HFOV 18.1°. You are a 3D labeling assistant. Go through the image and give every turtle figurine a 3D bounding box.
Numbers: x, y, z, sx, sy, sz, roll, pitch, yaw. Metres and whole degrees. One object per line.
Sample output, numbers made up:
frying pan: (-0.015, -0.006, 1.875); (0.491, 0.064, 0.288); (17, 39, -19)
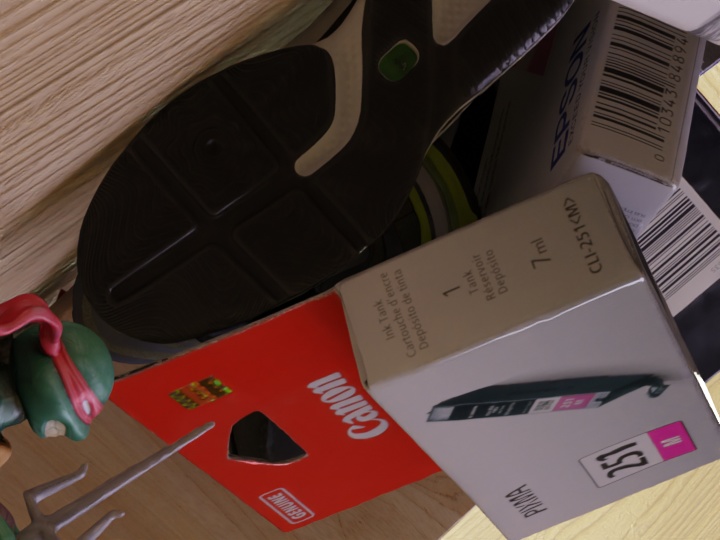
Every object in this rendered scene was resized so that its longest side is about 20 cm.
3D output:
turtle figurine: (-0.135, 0.069, 0.666); (0.199, 0.101, 0.150); (-24, 165, 1)

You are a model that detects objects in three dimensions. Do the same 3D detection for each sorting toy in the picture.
sorting toy: (-0.063, 0.068, 0.997); (0.199, 0.200, 0.070); (-42, -156, -2)

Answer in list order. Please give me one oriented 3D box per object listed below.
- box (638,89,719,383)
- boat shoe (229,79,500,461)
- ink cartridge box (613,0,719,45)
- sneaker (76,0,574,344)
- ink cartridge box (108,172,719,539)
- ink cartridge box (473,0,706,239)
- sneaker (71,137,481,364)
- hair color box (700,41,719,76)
box: (0.116, -0.054, 1.072); (0.104, 0.148, 0.200); (-41, -153, 8)
boat shoe: (-0.002, -0.001, 0.921); (0.063, 0.074, 0.202); (24, -86, 52)
ink cartridge box: (0.119, -0.123, 0.617); (0.200, 0.067, 0.116); (15, 136, -44)
sneaker: (-0.008, -0.046, 0.761); (0.200, 0.076, 0.115); (-41, 178, -6)
ink cartridge box: (0.027, 0.052, 0.772); (0.173, 0.044, 0.200); (-24, 155, 8)
ink cartridge box: (0.076, -0.061, 0.844); (0.200, 0.043, 0.197); (123, -15, -54)
sneaker: (-0.052, -0.003, 0.847); (0.200, 0.074, 0.081); (-22, -176, 45)
hair color box: (0.155, -0.151, 1.267); (0.065, 0.109, 0.200); (-37, 179, -5)
